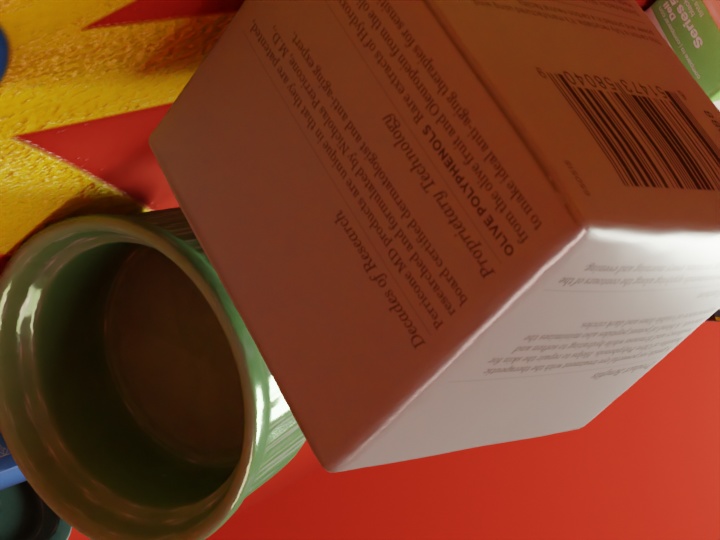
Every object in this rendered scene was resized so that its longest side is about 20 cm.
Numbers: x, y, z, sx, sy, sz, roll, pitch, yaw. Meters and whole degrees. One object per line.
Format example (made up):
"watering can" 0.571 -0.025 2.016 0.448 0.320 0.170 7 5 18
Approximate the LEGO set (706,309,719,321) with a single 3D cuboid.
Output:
"LEGO set" 0.225 -0.038 1.106 0.199 0.116 0.154 9 -125 42

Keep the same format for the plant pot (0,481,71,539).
"plant pot" -0.301 0.200 1.033 0.134 0.201 0.200 -41 164 30

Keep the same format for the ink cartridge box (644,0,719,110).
"ink cartridge box" 0.254 -0.150 1.026 0.145 0.084 0.200 -21 168 -31

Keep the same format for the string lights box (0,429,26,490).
"string lights box" -0.206 0.076 0.915 0.199 0.103 0.059 -18 165 -42

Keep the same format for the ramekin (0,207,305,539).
"ramekin" -0.118 0.058 0.818 0.200 0.201 0.098 -34 174 32

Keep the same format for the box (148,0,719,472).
"box" 0.052 -0.040 0.637 0.198 0.201 0.171 -2 142 -48
